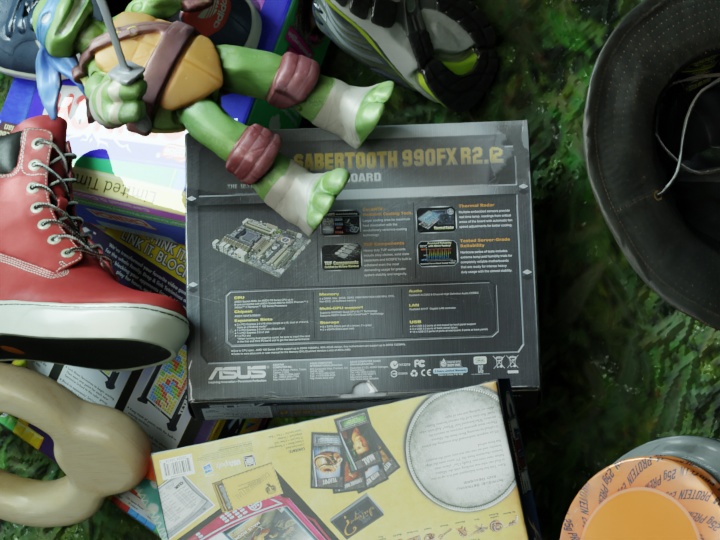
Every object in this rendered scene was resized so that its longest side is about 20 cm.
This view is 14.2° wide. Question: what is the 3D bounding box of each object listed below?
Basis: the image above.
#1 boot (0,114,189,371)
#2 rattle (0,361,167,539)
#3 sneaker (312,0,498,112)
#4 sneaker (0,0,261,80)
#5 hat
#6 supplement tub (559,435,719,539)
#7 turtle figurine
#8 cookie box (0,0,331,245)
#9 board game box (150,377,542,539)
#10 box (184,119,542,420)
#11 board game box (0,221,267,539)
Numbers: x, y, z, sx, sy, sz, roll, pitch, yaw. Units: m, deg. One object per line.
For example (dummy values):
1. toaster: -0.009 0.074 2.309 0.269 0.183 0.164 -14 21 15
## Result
1. boot: -0.165 -0.021 1.645 0.199 0.072 0.145 5 73 40
2. rattle: -0.161 0.086 1.752 0.198 0.143 0.131 4 118 17
3. sneaker: -0.004 -0.162 1.664 0.081 0.200 0.074 10 61 44
4. sneaker: -0.159 -0.157 1.693 0.199 0.084 0.076 2 71 25
5. hat: 0.196 -0.056 1.576 0.081 0.199 0.202 157 112 -69
6. supplement tub: 0.189 0.149 1.496 0.122 0.200 0.124 -4 82 30
7. turtle figurine: -0.077 -0.120 1.554 0.193 0.144 0.201 30 117 -5
8. cookie box: -0.115 -0.125 1.754 0.170 0.075 0.201 13 77 27
9. board game box: -0.004 0.144 1.562 0.199 0.035 0.137 -12 86 14
10. box: 0.000 0.000 1.628 0.198 0.048 0.160 -3 73 1
11. board game box: -0.142 0.048 1.795 0.199 0.057 0.166 32 99 31
